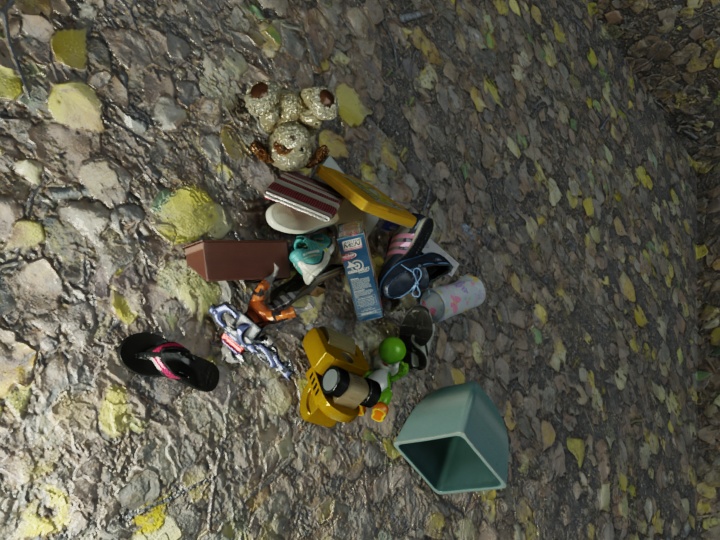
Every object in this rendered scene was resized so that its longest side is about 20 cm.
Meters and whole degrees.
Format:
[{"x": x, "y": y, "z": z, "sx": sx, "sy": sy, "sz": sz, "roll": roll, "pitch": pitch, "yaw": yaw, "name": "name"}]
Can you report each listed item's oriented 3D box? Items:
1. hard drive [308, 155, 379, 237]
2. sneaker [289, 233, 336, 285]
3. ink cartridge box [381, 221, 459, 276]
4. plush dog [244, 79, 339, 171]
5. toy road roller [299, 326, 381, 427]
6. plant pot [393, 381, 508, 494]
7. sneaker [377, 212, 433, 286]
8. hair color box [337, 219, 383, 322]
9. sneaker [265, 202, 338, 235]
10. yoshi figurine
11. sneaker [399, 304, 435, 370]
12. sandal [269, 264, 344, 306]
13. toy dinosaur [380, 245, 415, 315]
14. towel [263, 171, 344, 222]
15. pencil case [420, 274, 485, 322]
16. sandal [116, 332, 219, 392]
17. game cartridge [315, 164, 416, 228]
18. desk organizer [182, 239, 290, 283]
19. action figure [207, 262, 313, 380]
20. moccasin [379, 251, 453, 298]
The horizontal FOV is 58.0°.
[{"x": -0.046, "y": -0.153, "z": 1.518, "sx": 0.200, "sy": 0.026, "sz": 0.132, "roll": 51, "pitch": 48, "yaw": -23, "name": "hard drive"}, {"x": -0.102, "y": -0.044, "z": 1.346, "sx": 0.080, "sy": 0.077, "sz": 0.200, "roll": 45, "pitch": 14, "yaw": -12, "name": "sneaker"}, {"x": 0.152, "y": -0.060, "z": 1.632, "sx": 0.200, "sy": 0.094, "sz": 0.044, "roll": 37, "pitch": 82, "yaw": -31, "name": "ink cartridge box"}, {"x": -0.155, "y": -0.299, "z": 1.394, "sx": 0.199, "sy": 0.160, "sz": 0.172, "roll": 2, "pitch": 88, "yaw": -16, "name": "plush dog"}, {"x": -0.064, "y": 0.229, "z": 1.343, "sx": 0.123, "sy": 0.146, "sz": 0.200, "roll": 27, "pitch": 23, "yaw": -36, "name": "toy road roller"}, {"x": 0.231, "y": 0.378, "z": 1.529, "sx": 0.196, "sy": 0.196, "sz": 0.200, "roll": 51, "pitch": 40, "yaw": -21, "name": "plant pot"}, {"x": 0.087, "y": -0.048, "z": 1.504, "sx": 0.200, "sy": 0.082, "sz": 0.070, "roll": -54, "pitch": 146, "yaw": -14, "name": "sneaker"}, {"x": 0.000, "y": 0.000, "z": 1.424, "sx": 0.100, "sy": 0.060, "sz": 0.200, "roll": -96, "pitch": 172, "yaw": -67, "name": "hair color box"}, {"x": -0.136, "y": -0.102, "z": 1.366, "sx": 0.200, "sy": 0.084, "sz": 0.075, "roll": -7, "pitch": 77, "yaw": -51, "name": "sneaker"}, {"x": 0.048, "y": 0.225, "z": 1.445, "sx": 0.112, "sy": 0.112, "sz": 0.200, "roll": 43, "pitch": 49, "yaw": -19, "name": "yoshi figurine"}, {"x": 0.140, "y": 0.132, "z": 1.548, "sx": 0.115, "sy": 0.075, "sz": 0.201, "roll": -69, "pitch": 165, "yaw": -46, "name": "sneaker"}, {"x": -0.108, "y": 0.037, "z": 1.366, "sx": 0.200, "sy": 0.082, "sz": 0.055, "roll": -38, "pitch": 123, "yaw": -47, "name": "sandal"}, {"x": 0.095, "y": 0.025, "z": 1.549, "sx": 0.077, "sy": 0.102, "sz": 0.201, "roll": 27, "pitch": 62, "yaw": -37, "name": "toy dinosaur"}, {"x": -0.110, "y": -0.155, "z": 1.343, "sx": 0.144, "sy": 0.023, "sz": 0.200, "roll": 22, "pitch": 22, "yaw": 0, "name": "towel"}, {"x": 0.244, "y": 0.071, "z": 1.697, "sx": 0.200, "sy": 0.083, "sz": 0.091, "roll": -17, "pitch": 92, "yaw": -45, "name": "pencil case"}, {"x": -0.325, "y": 0.159, "z": 1.136, "sx": 0.200, "sy": 0.045, "sz": 0.075, "roll": 28, "pitch": 60, "yaw": -36, "name": "sandal"}, {"x": 0.012, "y": -0.166, "z": 1.441, "sx": 0.200, "sy": 0.176, "sz": 0.032, "roll": 15, "pitch": 111, "yaw": -54, "name": "game cartridge"}, {"x": -0.234, "y": -0.015, "z": 1.260, "sx": 0.200, "sy": 0.072, "sz": 0.077, "roll": -2, "pitch": 82, "yaw": -45, "name": "desk organizer"}, {"x": -0.177, "y": 0.113, "z": 1.227, "sx": 0.193, "sy": 0.105, "sz": 0.200, "roll": -42, "pitch": 86, "yaw": -6, "name": "action figure"}, {"x": 0.130, "y": 0.008, "z": 1.461, "sx": 0.200, "sy": 0.068, "sz": 0.081, "roll": -31, "pitch": 131, "yaw": -32, "name": "moccasin"}]
